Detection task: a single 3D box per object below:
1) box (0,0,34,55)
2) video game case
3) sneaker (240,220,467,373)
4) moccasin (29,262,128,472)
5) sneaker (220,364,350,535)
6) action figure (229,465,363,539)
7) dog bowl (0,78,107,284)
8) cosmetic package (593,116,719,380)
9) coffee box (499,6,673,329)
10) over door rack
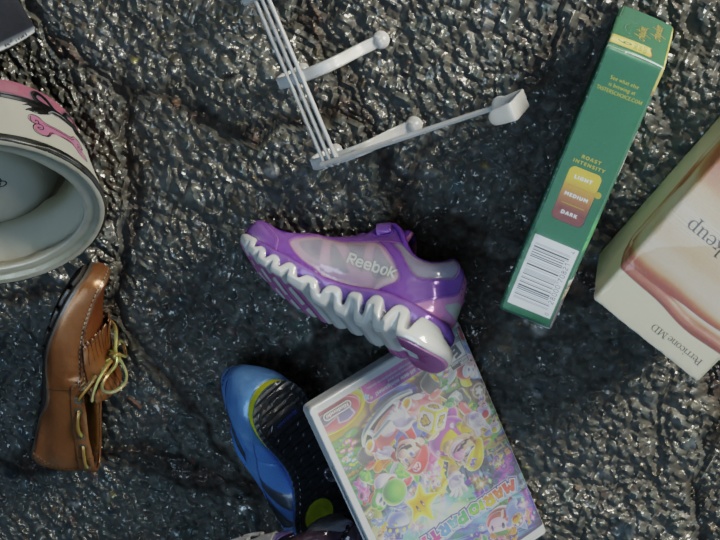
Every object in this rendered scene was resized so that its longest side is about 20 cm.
[{"bbox_3d":[-0.372,-0.226,1.019,0.147,0.104,0.201,-26,103,23],"label":"box"},{"bbox_3d":[0.054,0.159,1.058,0.142,0.018,0.202,-29,106,-19],"label":"video game case"},{"bbox_3d":[0.000,0.000,1.028,0.198,0.081,0.089,24,77,24],"label":"sneaker"},{"bbox_3d":[-0.230,0.086,1.127,0.077,0.074,0.204,14,113,-1],"label":"moccasin"},{"bbox_3d":[-0.063,0.163,1.126,0.078,0.066,0.202,16,135,50],"label":"sneaker"},{"bbox_3d":[-0.013,0.217,1.083,0.198,0.069,0.132,-23,107,-21],"label":"action figure"},{"bbox_3d":[-0.298,-0.070,1.029,0.197,0.075,0.201,-8,149,-5],"label":"dog bowl"},{"bbox_3d":[0.263,-0.037,0.926,0.103,0.087,0.201,35,117,-2],"label":"cosmetic package"},{"bbox_3d":[0.157,-0.072,0.923,0.044,0.123,0.202,22,115,7],"label":"coffee box"},{"bbox_3d":[0.020,-0.161,0.946,0.198,0.067,0.149,-10,110,42],"label":"over door rack"}]
